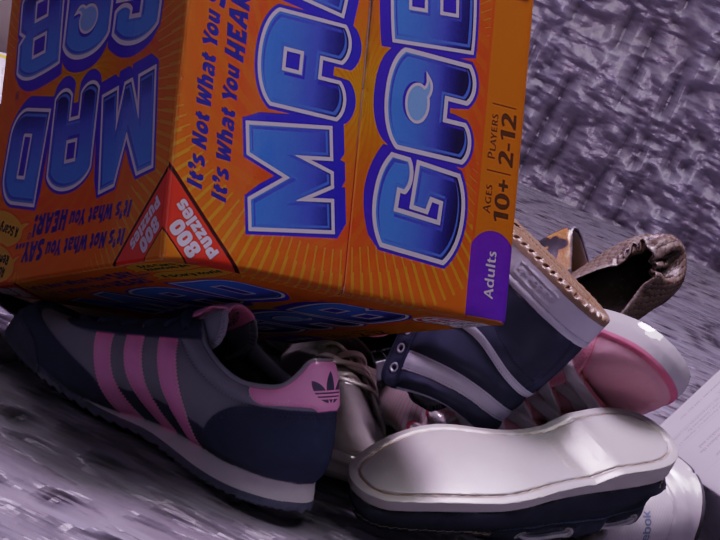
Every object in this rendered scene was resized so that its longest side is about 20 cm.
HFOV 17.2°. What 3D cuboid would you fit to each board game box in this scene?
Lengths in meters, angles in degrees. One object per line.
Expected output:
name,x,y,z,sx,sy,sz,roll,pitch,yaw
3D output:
board game box,-0.053,-0.079,1.214,0.199,0.201,0.199,11,-10,-33

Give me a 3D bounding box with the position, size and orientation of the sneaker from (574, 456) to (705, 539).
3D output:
sneaker,0.111,0.107,1.400,0.087,0.075,0.200,2,18,-40

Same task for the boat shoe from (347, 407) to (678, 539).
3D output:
boat shoe,0.076,0.116,1.242,0.199,0.062,0.075,-8,39,-37

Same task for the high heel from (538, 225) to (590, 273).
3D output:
high heel,0.168,0.065,1.546,0.199,0.143,0.071,28,6,27

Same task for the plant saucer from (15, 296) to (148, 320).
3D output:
plant saucer,-0.118,-0.001,1.394,0.199,0.037,0.200,9,9,-1

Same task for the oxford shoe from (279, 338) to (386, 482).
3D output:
oxford shoe,-0.018,0.071,1.311,0.075,0.058,0.200,24,9,-7

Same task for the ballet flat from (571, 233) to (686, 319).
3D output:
ballet flat,0.129,0.037,1.515,0.067,0.200,0.046,52,-15,16

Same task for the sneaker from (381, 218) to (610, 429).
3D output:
sneaker,0.035,0.002,1.300,0.200,0.109,0.070,46,12,32

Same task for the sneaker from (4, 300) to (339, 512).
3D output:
sneaker,-0.090,0.044,1.190,0.199,0.082,0.070,26,13,27

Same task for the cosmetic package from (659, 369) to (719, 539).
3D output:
cosmetic package,0.265,0.149,1.371,0.200,0.081,0.113,33,-20,50

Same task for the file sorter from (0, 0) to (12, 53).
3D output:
file sorter,-0.173,-0.153,1.659,0.138,0.125,0.200,16,-36,9

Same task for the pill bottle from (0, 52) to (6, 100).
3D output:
pill bottle,-0.187,-0.071,1.498,0.199,0.110,0.109,13,11,-19

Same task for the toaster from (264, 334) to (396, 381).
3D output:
toaster,0.000,0.000,1.541,0.199,0.114,0.129,-9,28,-32

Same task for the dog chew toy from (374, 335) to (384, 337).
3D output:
dog chew toy,0.004,-0.046,1.414,0.124,0.125,0.201,19,45,-24

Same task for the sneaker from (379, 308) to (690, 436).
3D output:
sneaker,0.087,0.077,1.333,0.200,0.105,0.075,4,-38,44
